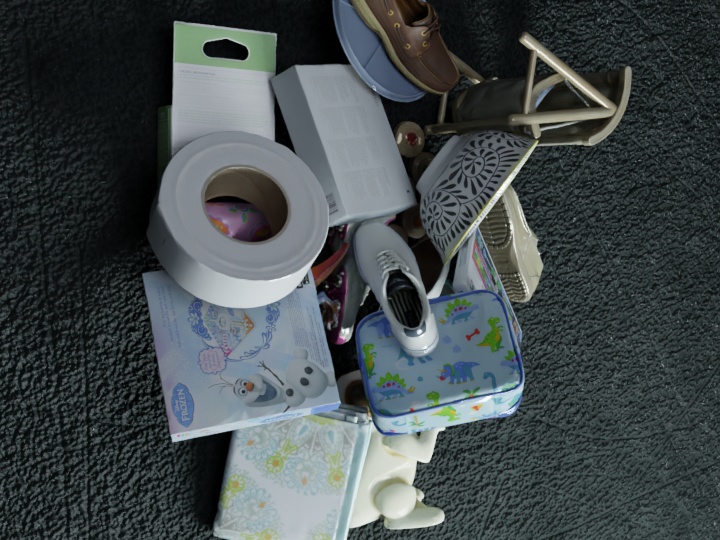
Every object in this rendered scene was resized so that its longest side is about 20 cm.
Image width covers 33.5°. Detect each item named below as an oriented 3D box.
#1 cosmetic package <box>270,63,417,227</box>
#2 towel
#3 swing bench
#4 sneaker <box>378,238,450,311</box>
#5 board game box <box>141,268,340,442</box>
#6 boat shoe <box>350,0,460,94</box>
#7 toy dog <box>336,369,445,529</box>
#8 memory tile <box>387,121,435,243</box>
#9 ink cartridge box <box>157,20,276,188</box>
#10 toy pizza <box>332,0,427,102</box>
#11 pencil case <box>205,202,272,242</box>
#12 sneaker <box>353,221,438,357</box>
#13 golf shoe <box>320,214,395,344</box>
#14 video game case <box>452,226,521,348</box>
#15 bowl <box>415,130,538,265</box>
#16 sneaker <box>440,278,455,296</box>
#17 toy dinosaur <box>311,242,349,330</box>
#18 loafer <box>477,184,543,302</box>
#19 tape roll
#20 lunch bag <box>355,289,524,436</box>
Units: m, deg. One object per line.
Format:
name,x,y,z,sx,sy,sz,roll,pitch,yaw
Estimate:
cosmetic package,-0.019,-0.162,1.519,0.151,0.052,0.200,-13,82,-49
towel,-0.084,0.254,1.504,0.171,0.048,0.200,12,95,1
swing bench,0.228,-0.233,1.644,0.200,0.199,0.130,11,86,-32
sneaker,0.067,0.051,1.634,0.200,0.073,0.085,-60,152,-8
board game box,-0.142,0.083,1.409,0.199,0.043,0.200,-9,72,-11
boat shoe,0.068,-0.310,1.548,0.200,0.068,0.072,48,49,-25
toy dog,0.014,0.228,1.583,0.194,0.140,0.200,-5,96,-4
memory tile,0.067,-0.090,1.655,0.153,0.017,0.200,-40,113,-25
ink cartridge box,-0.176,-0.196,1.476,0.145,0.048,0.200,0,90,-33
toy pizza,0.030,-0.317,1.585,0.200,0.032,0.201,16,66,-42
pencil case,-0.152,-0.044,1.480,0.200,0.087,0.088,2,91,-33
sneaker,0.046,0.009,1.475,0.073,0.200,0.071,-23,149,-8
golf shoe,0.000,0.000,1.577,0.091,0.075,0.200,8,89,-26
video game case,0.178,0.056,1.655,0.182,0.023,0.200,-72,141,-60
bowl,0.134,-0.113,1.555,0.094,0.201,0.201,36,70,5
sneaker,0.127,0.112,1.665,0.091,0.078,0.200,-18,102,-4
toy dinosaur,-0.128,0.043,1.491,0.181,0.105,0.200,16,78,-22
loafer,0.212,-0.051,1.720,0.068,0.076,0.200,-44,128,-40
tape roll,-0.141,-0.060,1.381,0.202,0.071,0.203,10,60,-17
lunch bag,0.099,0.112,1.493,0.200,0.082,0.161,-13,60,-1
